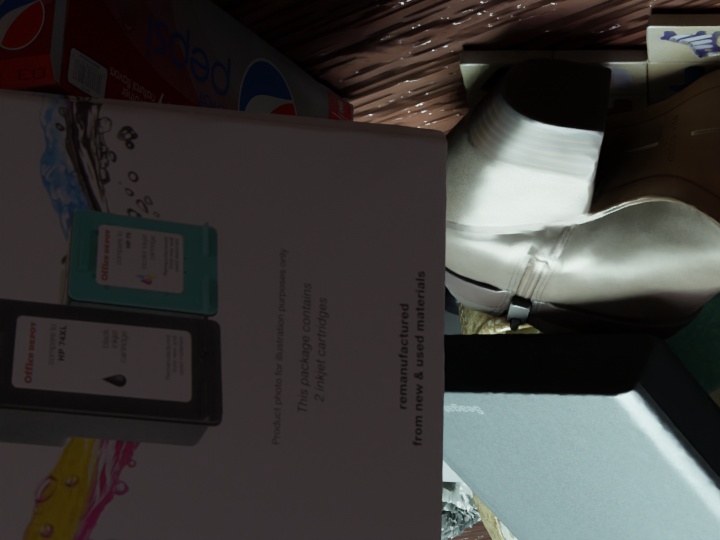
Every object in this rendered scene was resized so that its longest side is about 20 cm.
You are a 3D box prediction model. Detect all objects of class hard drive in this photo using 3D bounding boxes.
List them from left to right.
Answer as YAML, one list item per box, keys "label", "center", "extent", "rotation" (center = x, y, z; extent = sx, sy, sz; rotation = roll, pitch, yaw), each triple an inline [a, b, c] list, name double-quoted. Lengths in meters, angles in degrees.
- label: "hard drive"
  center: [0.114, 0.097, 0.923]
  extent: [0.139, 0.033, 0.200]
  rotation: [-2, 139, 48]

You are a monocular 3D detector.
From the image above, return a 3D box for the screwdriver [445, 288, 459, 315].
- label: "screwdriver"
  center: [0.000, 0.000, 1.050]
  extent: [0.199, 0.028, 0.029]
  rotation: [9, 135, -19]

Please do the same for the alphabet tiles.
- label: "alphabet tiles"
  center: [0.139, -0.061, 0.841]
  extent: [0.199, 0.008, 0.167]
  rotation: [0, 165, 8]

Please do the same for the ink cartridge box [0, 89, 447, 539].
- label: "ink cartridge box"
  center: [-0.087, 0.036, 0.727]
  extent: [0.199, 0.147, 0.147]
  rotation: [5, 163, -12]

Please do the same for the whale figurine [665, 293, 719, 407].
- label: "whale figurine"
  center: [0.148, 0.022, 0.998]
  extent: [0.159, 0.104, 0.200]
  rotation: [-34, -179, 7]

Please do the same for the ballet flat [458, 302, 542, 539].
- label: "ballet flat"
  center: [0.080, 0.084, 1.060]
  extent: [0.070, 0.065, 0.201]
  rotation: [-12, 120, 7]

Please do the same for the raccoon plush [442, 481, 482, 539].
- label: "raccoon plush"
  center: [0.085, 0.087, 1.307]
  extent: [0.200, 0.097, 0.134]
  rotation: [-24, 176, -46]

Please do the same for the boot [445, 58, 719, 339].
- label: "boot"
  center: [0.117, -0.012, 0.840]
  extent: [0.199, 0.070, 0.146]
  rotation: [19, 153, 7]

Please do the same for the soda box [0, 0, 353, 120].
- label: "soda box"
  center: [-0.076, -0.056, 0.788]
  extent: [0.070, 0.064, 0.200]
  rotation: [-5, 162, 25]

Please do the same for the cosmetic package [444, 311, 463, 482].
- label: "cosmetic package"
  center: [0.059, 0.063, 1.163]
  extent: [0.199, 0.082, 0.113]
  rotation: [1, 166, 5]
